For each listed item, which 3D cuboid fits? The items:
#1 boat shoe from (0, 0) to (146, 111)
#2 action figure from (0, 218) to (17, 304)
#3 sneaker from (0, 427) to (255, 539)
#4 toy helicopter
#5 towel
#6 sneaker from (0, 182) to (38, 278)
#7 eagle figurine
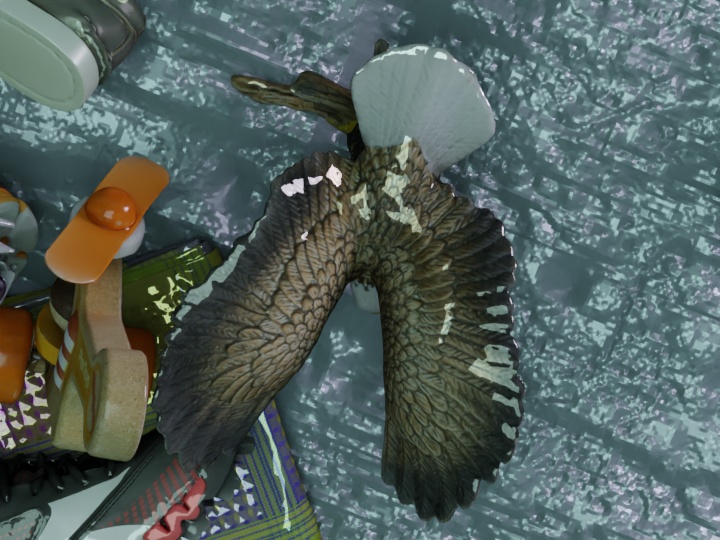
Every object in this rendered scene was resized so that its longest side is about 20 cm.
[{"bbox_3d":[-0.195,-0.157,0.923,0.201,0.072,0.060,37,59,6],"label":"boat shoe"},{"bbox_3d":[-0.225,0.031,0.871,0.130,0.069,0.201,4,120,-15],"label":"action figure"},{"bbox_3d":[-0.148,0.122,0.946,0.200,0.071,0.098,-36,101,9],"label":"sneaker"},{"bbox_3d":[-0.116,0.024,0.863,0.079,0.200,0.133,11,103,-18],"label":"toy helicopter"},{"bbox_3d":[-0.109,0.091,0.988,0.143,0.023,0.201,-20,100,4],"label":"towel"},{"bbox_3d":[-0.244,0.018,0.957,0.200,0.078,0.077,-46,66,13],"label":"sneaker"},{"bbox_3d":[0.003,0.004,0.907,0.151,0.201,0.151,-8,146,34],"label":"eagle figurine"}]
